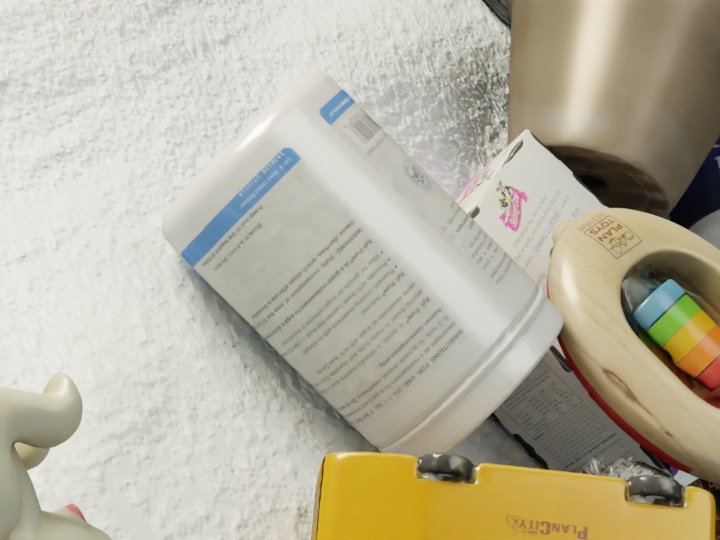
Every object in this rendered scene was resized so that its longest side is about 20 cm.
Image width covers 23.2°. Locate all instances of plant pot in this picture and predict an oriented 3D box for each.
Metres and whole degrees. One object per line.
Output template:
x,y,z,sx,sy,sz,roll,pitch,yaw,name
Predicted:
0.184,-0.131,1.231,0.200,0.200,0.174,28,66,-23,plant pot

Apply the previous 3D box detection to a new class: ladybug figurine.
0.183,0.049,1.028,0.136,0.072,0.200,-32,73,-34,ladybug figurine

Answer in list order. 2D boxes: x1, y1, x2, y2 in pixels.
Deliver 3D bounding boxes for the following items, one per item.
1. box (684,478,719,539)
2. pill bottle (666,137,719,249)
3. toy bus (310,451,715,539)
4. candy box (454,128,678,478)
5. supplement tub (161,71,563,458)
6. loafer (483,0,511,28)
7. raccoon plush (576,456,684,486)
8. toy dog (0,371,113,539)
0.257,0.205,1.040,0.039,0.137,0.200,10,51,-40,box
0.284,-0.037,1.298,0.111,0.111,0.200,25,43,-27,pill bottle
0.076,0.138,0.897,0.200,0.078,0.065,6,68,-3,toy bus
0.130,0.031,1.125,0.200,0.072,0.168,44,38,-5,candy box
0.000,0.000,0.979,0.200,0.132,0.132,46,38,-3,supplement tub
0.118,-0.252,1.360,0.200,0.072,0.073,47,36,-2,loafer
0.108,0.168,1.004,0.200,0.134,0.097,0,69,-6,raccoon plush
-0.182,0.111,0.706,0.200,0.140,0.194,38,52,-12,toy dog
